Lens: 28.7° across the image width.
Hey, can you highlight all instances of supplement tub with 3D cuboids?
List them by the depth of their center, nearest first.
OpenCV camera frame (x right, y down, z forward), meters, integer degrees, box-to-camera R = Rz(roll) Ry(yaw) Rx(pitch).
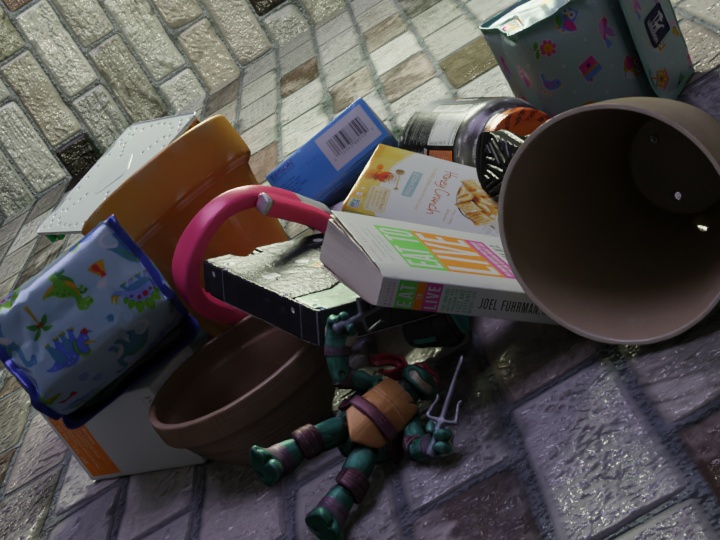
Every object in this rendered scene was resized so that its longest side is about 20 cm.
[{"bbox_3d":[0.132,-0.126,1.515,0.122,0.123,0.200,-38,19,-15],"label":"supplement tub"}]

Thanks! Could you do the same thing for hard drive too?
[{"bbox_3d":[-0.036,0.014,1.271,0.139,0.038,0.199,-15,20,-33],"label":"hard drive"}]

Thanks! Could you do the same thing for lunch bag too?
[{"bbox_3d":[-0.256,0.060,1.367,0.170,0.128,0.200,-37,-10,-8],"label":"lunch bag"},{"bbox_3d":[0.259,-0.239,1.517,0.199,0.171,0.122,-32,21,-8],"label":"lunch bag"}]

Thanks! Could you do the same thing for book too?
[{"bbox_3d":[0.082,0.005,1.168,0.199,0.048,0.134,6,18,-25],"label":"book"}]

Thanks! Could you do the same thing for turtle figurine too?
[{"bbox_3d":[0.013,0.118,1.130,0.149,0.101,0.200,34,62,26],"label":"turtle figurine"}]

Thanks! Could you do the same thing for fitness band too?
[{"bbox_3d":[-0.095,-0.009,1.383,0.037,0.199,0.144,44,109,39],"label":"fitness band"}]

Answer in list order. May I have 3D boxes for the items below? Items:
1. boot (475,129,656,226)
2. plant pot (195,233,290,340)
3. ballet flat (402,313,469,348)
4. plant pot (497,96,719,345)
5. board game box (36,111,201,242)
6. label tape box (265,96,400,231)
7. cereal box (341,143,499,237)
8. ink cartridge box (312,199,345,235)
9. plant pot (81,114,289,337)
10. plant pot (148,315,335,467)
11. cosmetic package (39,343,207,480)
[{"bbox_3d":[0.212,-0.087,1.296,0.157,0.080,0.211,-4,28,-16],"label":"boot"},{"bbox_3d":[-0.234,-0.009,1.740,0.196,0.196,0.200,-13,31,47],"label":"plant pot"},{"bbox_3d":[0.073,0.014,1.341,0.073,0.073,0.200,-25,21,22],"label":"ballet flat"},{"bbox_3d":[0.234,-0.062,1.129,0.186,0.188,0.200,-21,7,33],"label":"plant pot"},{"bbox_3d":[-0.302,-0.114,1.768,0.200,0.026,0.199,-53,26,-21],"label":"board game box"},{"bbox_3d":[-0.014,-0.111,1.646,0.143,0.066,0.200,-40,-14,5],"label":"label tape box"},{"bbox_3d":[0.092,-0.055,1.345,0.198,0.040,0.144,14,32,9],"label":"cereal box"},{"bbox_3d":[0.000,0.000,1.472,0.198,0.043,0.201,-22,41,48],"label":"ink cartridge box"},{"bbox_3d":[-0.168,-0.035,1.525,0.200,0.184,0.200,-40,2,1],"label":"plant pot"},{"bbox_3d":[-0.090,0.116,1.308,0.200,0.093,0.201,-30,18,11],"label":"plant pot"},{"bbox_3d":[-0.229,0.149,1.447,0.199,0.102,0.071,-16,25,44],"label":"cosmetic package"}]
